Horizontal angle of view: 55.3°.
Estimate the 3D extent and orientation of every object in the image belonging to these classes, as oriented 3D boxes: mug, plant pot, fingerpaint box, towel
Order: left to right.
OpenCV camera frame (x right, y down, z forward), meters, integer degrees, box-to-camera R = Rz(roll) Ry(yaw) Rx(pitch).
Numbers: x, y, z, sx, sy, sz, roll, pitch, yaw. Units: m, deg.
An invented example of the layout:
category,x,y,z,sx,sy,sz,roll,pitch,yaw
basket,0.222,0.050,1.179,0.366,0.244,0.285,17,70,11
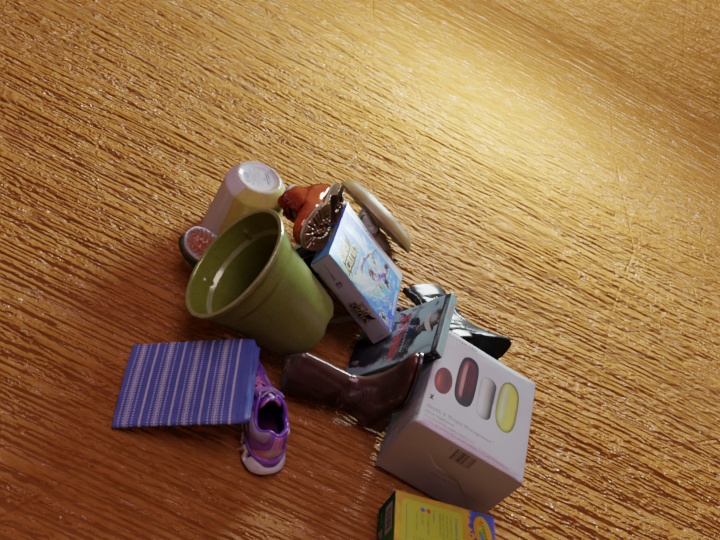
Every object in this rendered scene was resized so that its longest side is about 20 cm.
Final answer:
category,x,y,z,sx,sy,sz,roll,pitch,yaw
towel,-0.250,0.165,1.005,0.196,0.024,0.146,-2,47,2
mug,-0.191,-0.102,1.255,0.185,0.154,0.150,34,40,6
plant pot,-0.144,0.039,1.098,0.184,0.198,0.203,45,30,-35
plant pot,0.037,-0.114,1.397,0.200,0.027,0.200,46,1,-1
fingerpaint box,0.105,0.432,0.954,0.164,0.074,0.202,18,43,-12

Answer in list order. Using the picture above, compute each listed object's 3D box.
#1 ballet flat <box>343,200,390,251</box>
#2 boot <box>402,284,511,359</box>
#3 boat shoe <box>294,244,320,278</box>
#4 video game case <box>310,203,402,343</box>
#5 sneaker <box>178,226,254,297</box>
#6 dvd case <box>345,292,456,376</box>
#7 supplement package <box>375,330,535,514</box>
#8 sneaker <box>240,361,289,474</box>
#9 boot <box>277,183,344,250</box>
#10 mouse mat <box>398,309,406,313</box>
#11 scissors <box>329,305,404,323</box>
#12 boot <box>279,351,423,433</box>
category,x,y,z,sx,sy,sz,roll,pitch,yaw
ballet flat,-0.022,-0.096,1.325,0.197,0.068,0.069,21,33,-14
boot,0.191,0.093,1.348,0.197,0.070,0.175,14,31,-35
boat shoe,-0.065,-0.020,1.307,0.199,0.072,0.061,-17,54,-43
video game case,0.000,0.000,1.225,0.182,0.045,0.201,51,25,-19
sneaker,-0.231,0.002,1.192,0.200,0.080,0.072,44,67,-16
dvd case,0.065,0.119,1.163,0.022,0.198,0.147,52,36,-22
supplement package,0.158,0.245,1.106,0.189,0.148,0.201,30,42,-5
sneaker,-0.150,0.196,1.032,0.079,0.089,0.202,-2,49,-29
boot,-0.097,-0.094,1.159,0.105,0.076,0.201,9,26,7
mouse mat,0.109,0.171,1.258,0.160,0.008,0.201,36,40,-1
scissors,0.005,0.090,1.281,0.198,0.014,0.073,-21,63,-44
boot,-0.021,0.160,1.070,0.197,0.188,0.065,26,32,-6
